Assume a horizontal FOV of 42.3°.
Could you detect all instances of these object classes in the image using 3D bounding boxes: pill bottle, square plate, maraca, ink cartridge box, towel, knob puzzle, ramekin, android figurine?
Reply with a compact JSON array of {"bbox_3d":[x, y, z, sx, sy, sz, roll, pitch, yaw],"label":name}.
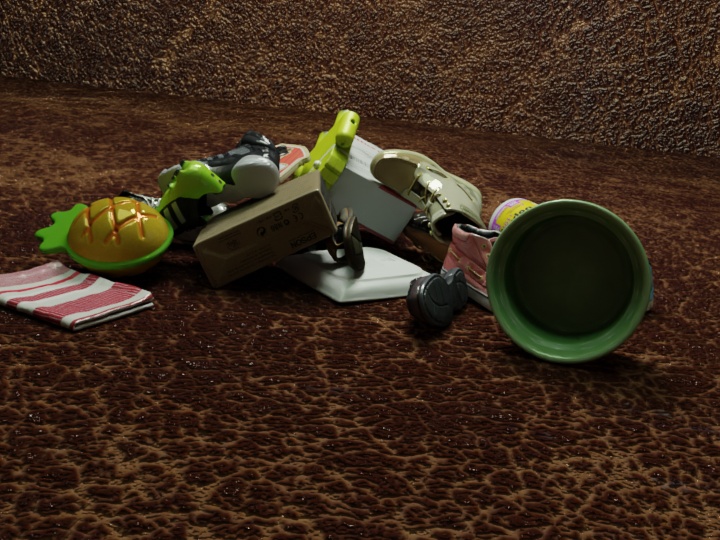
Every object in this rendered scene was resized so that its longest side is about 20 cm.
[{"bbox_3d":[0.302,-0.049,1.539,0.103,0.105,0.200,-2,17,-23],"label":"pill bottle"},{"bbox_3d":[0.000,0.000,1.417,0.197,0.029,0.200,-6,20,-33],"label":"square plate"},{"bbox_3d":[-0.364,-0.051,1.327,0.198,0.108,0.137,9,37,13],"label":"maraca"},{"bbox_3d":[0.011,-0.150,1.614,0.144,0.084,0.200,27,22,-15],"label":"ink cartridge box"},{"bbox_3d":[-0.387,0.029,1.209,0.199,0.023,0.144,15,20,30],"label":"towel"},{"bbox_3d":[-0.137,-0.065,1.374,0.199,0.076,0.165,-24,15,5],"label":"ink cartridge box"},{"bbox_3d":[-0.174,-0.184,1.562,0.218,0.031,0.220,-14,22,6],"label":"knob puzzle"},{"bbox_3d":[0.264,0.009,1.175,0.198,0.202,0.098,10,9,17],"label":"ramekin"},{"bbox_3d":[-0.062,-0.182,1.551,0.041,0.182,0.201,34,44,-16],"label":"android figurine"}]

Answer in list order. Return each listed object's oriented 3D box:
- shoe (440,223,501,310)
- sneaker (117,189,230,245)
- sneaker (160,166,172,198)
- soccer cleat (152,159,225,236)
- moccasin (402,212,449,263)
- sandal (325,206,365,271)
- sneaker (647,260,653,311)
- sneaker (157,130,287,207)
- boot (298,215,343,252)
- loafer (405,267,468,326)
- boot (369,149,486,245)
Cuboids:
[{"bbox_3d":[0.198,0.001,1.344,0.071,0.092,0.199,-8,26,-40],"label":"shoe"},{"bbox_3d":[-0.311,-0.084,1.480,0.199,0.076,0.115,1,-5,20],"label":"sneaker"},{"bbox_3d":[-0.290,-0.121,1.589,0.077,0.113,0.199,-11,22,-43],"label":"sneaker"},{"bbox_3d":[-0.273,-0.080,1.397,0.081,0.200,0.068,32,38,-13],"label":"soccer cleat"},{"bbox_3d":[0.136,-0.042,1.539,0.073,0.078,0.201,-24,34,-31],"label":"moccasin"},{"bbox_3d":[-0.027,-0.049,1.394,0.054,0.082,0.200,-12,19,-1],"label":"sandal"},{"bbox_3d":[0.341,0.010,1.372,0.198,0.091,0.078,-1,17,-17],"label":"sneaker"},{"bbox_3d":[-0.207,-0.157,1.434,0.198,0.076,0.114,-4,34,17],"label":"sneaker"},{"bbox_3d":[-0.099,-0.086,1.603,0.161,0.074,0.198,4,21,-12],"label":"boot"},{"bbox_3d":[0.094,0.039,1.270,0.062,0.073,0.200,-10,3,23],"label":"loafer"},{"bbox_3d":[0.108,-0.113,1.463,0.199,0.072,0.155,23,27,-11],"label":"boot"}]
